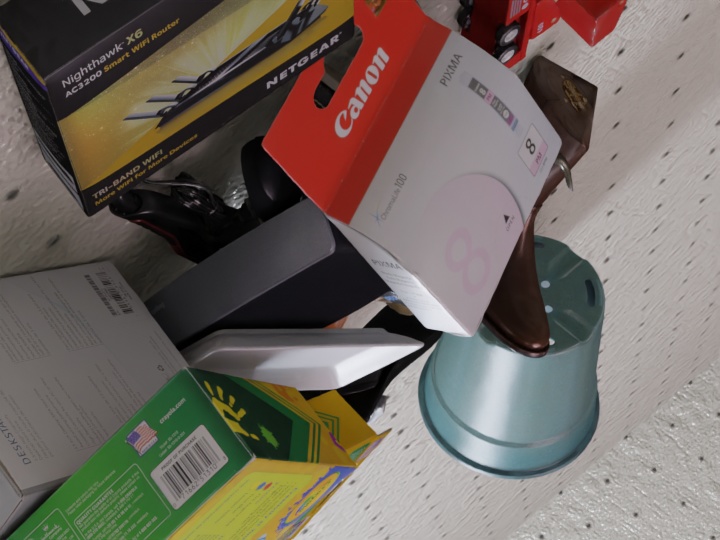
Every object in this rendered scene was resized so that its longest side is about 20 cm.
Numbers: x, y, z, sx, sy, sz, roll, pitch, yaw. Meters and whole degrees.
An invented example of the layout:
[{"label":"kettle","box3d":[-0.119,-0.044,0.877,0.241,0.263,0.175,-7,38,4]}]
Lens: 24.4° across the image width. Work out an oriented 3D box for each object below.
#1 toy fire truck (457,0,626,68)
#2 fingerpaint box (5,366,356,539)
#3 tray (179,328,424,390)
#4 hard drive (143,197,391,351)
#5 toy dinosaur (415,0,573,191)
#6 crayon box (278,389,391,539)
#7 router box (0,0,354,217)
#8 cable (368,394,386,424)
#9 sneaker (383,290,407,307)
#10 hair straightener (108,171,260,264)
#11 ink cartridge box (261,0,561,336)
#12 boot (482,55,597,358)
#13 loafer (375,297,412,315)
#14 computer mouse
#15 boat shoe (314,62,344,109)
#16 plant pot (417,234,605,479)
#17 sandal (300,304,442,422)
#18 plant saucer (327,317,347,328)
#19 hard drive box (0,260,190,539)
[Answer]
[{"label":"toy fire truck","box3d":[0.139,-0.213,1.205,0.140,0.049,0.201,-36,160,-17]},{"label":"fingerpaint box","box3d":[-0.120,0.153,0.993,0.200,0.074,0.167,-44,160,10]},{"label":"tray","box3d":[-0.058,0.063,1.199,0.199,0.022,0.107,1,159,-43]},{"label":"hard drive","box3d":[-0.049,0.008,1.143,0.134,0.043,0.199,4,154,-46]},{"label":"toy dinosaur","box3d":[0.073,-0.105,1.191,0.077,0.200,0.103,-35,-158,18]},{"label":"crayon box","box3d":[-0.064,0.155,1.179,0.126,0.052,0.200,-49,167,17]},{"label":"router box","box3d":[-0.094,-0.135,0.916,0.199,0.052,0.158,-37,161,-14]},{"label":"cable","box3d":[-0.072,0.163,1.550,0.199,0.070,0.200,-37,175,-8]},{"label":"sneaker","box3d":[0.000,0.000,1.288,0.199,0.112,0.077,-39,-162,-11]},{"label":"hair straightener","box3d":[-0.105,-0.045,1.105,0.076,0.041,0.200,-19,159,15]},{"label":"ink cartridge box","box3d":[0.041,-0.079,1.065,0.200,0.057,0.164,50,59,-43]},{"label":"boot","box3d":[0.151,-0.054,1.390,0.064,0.188,0.200,-5,146,-36]},{"label":"loafer","box3d":[0.037,0.005,1.449,0.068,0.076,0.199,-55,158,21]},{"label":"computer mouse","box3d":[-0.042,-0.059,1.148,0.034,0.059,0.200,-12,177,10]},{"label":"boat shoe","box3d":[-0.004,-0.089,1.158,0.063,0.072,0.200,-52,166,1]},{"label":"plant pot","box3d":[0.166,0.080,1.716,0.199,0.200,0.197,-32,152,-24]},{"label":"sandal","box3d":[0.000,0.078,1.466,0.200,0.075,0.048,-46,147,-35]},{"label":"plant saucer","box3d":[-0.094,0.069,1.398,0.199,0.038,0.201,-37,161,-15]},{"label":"hard drive box","box3d":[-0.199,0.084,1.040,0.077,0.156,0.199,-50,158,28]}]
